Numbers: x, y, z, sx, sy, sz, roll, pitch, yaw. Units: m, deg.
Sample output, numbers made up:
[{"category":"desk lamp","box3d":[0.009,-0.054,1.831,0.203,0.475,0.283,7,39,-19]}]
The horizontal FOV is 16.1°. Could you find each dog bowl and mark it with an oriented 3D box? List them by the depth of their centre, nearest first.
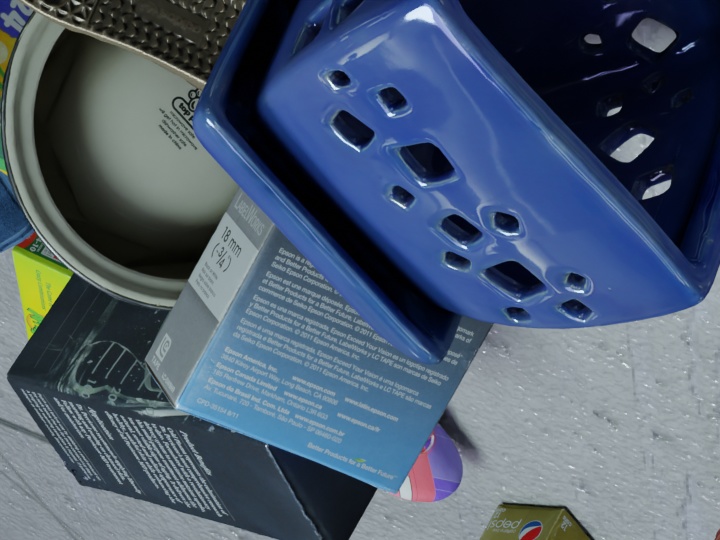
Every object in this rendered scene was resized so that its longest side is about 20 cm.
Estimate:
[{"category":"dog bowl","box3d":[-0.104,-0.077,1.385,0.200,0.200,0.074,38,167,-14]}]

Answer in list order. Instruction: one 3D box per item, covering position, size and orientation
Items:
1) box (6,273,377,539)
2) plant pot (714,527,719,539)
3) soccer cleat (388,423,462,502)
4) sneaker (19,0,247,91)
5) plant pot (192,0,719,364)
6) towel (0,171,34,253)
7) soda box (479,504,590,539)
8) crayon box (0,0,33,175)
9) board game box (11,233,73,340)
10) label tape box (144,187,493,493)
[{"category":"box","box3d":[-0.066,0.041,1.520,0.196,0.200,0.124,13,148,31]},{"category":"plant pot","box3d":[0.290,0.211,1.478,0.195,0.201,0.201,34,154,13]},{"category":"soccer cleat","box3d":[0.003,0.082,1.672,0.200,0.067,0.076,45,145,-19]},{"category":"sneaker","box3d":[-0.114,-0.139,1.243,0.200,0.070,0.076,35,-177,-4]},{"category":"plant pot","box3d":[0.052,-0.087,1.150,0.180,0.200,0.200,-22,122,38]},{"category":"towel","box3d":[-0.220,-0.062,1.518,0.049,0.200,0.112,48,169,42]},{"category":"soda box","box3d":[0.156,0.250,1.787,0.064,0.068,0.200,-2,138,47]},{"category":"crayon box","box3d":[-0.143,-0.093,1.457,0.200,0.126,0.052,37,152,-12]},{"category":"board game box","box3d":[-0.177,0.009,1.685,0.048,0.102,0.200,24,152,12]},{"category":"label tape box","box3d":[0.000,0.000,1.339,0.144,0.200,0.063,24,-168,-28]}]
